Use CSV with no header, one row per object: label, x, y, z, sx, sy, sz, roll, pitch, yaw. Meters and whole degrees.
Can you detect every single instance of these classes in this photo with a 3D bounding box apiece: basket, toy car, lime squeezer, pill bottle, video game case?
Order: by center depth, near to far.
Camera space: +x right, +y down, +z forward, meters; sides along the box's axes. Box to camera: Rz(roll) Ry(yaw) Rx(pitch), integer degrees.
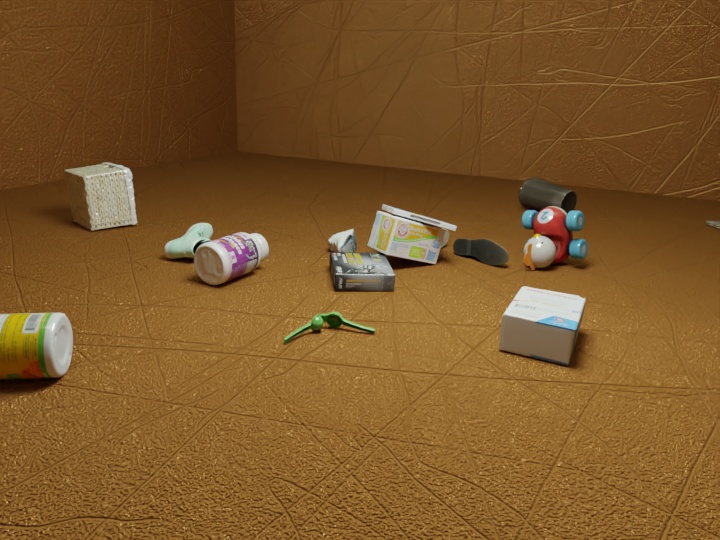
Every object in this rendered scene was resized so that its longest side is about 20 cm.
pill bottle,-0.613,0.130,0.994,0.198,0.112,0.111,-1,18,-9
lime squeezer,-0.074,0.122,1.240,0.198,0.038,0.071,-3,50,-21
pill bottle,-0.336,-0.039,1.547,0.111,0.113,0.200,12,20,26
video game case,0.172,-0.158,1.728,0.198,0.018,0.143,15,8,-14
toy car,0.550,-0.084,1.751,0.199,0.178,0.183,-29,24,-37
basket,-0.889,-0.257,1.991,0.160,0.202,0.197,-17,26,-42
basket,0.824,-0.315,2.531,0.179,0.137,0.200,-4,22,-36

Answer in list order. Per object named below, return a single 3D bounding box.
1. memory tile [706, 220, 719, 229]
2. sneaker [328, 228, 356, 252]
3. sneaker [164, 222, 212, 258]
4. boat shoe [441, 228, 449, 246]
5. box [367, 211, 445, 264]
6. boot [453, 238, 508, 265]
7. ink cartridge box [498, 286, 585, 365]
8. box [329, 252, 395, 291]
memory tile,1.533,-0.171,2.373,0.152,0.017,0.200,2,18,-2
sneaker,-0.058,-0.077,1.800,0.086,0.075,0.200,-8,11,4
sneaker,-0.469,-0.084,1.718,0.117,0.074,0.201,3,27,23
boat shoe,0.207,-0.101,1.880,0.199,0.073,0.062,-19,31,-37
box,0.137,-0.096,1.713,0.199,0.114,0.101,8,12,-36
boot,0.388,-0.064,1.806,0.075,0.074,0.199,0,13,-41
ink cartridge box,0.391,0.111,1.239,0.143,0.085,0.200,11,21,24
box,0.000,0.000,1.578,0.157,0.049,0.200,0,18,-7
